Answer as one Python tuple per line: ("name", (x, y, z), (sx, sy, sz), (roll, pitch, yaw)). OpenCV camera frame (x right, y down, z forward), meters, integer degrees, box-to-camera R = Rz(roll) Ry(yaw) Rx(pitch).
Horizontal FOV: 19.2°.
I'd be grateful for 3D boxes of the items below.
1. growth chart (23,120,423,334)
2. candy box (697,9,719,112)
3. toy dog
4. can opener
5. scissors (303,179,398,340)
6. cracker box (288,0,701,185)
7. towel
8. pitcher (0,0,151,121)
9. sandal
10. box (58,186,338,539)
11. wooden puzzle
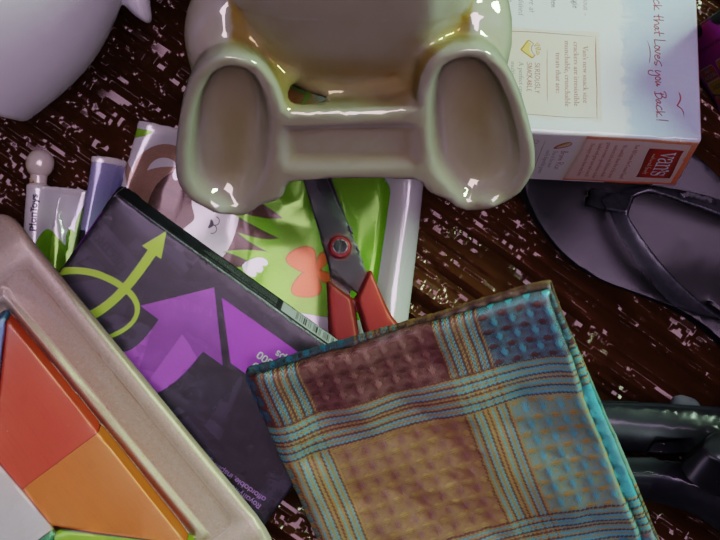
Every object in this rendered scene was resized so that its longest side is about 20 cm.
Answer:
("growth chart", (-0.067, -0.005, 1.000), (0.199, 0.018, 0.145), (-1, 88, -6))
("candy box", (0.233, -0.045, 0.962), (0.061, 0.136, 0.200), (-33, 91, -4))
("toy dog", (-0.013, -0.144, 0.860), (0.139, 0.200, 0.194), (-8, 132, 7))
("can opener", (0.124, 0.082, 0.975), (0.199, 0.079, 0.064), (4, 49, -1))
("scissors", (0.000, 0.000, 0.992), (0.073, 0.014, 0.201), (-4, 86, -2))
("cracker box", (0.053, -0.114, 0.976), (0.199, 0.058, 0.134), (3, 69, -3))
("towel", (0.050, 0.108, 0.942), (0.146, 0.022, 0.200), (-17, 116, 13))
("pitcher", (-0.127, -0.164, 0.946), (0.171, 0.121, 0.200), (22, 95, -3))
("sandal", (0.166, -0.005, 1.001), (0.200, 0.043, 0.076), (36, 86, -1))
("box", (-0.108, 0.084, 0.964), (0.143, 0.036, 0.200), (35, 98, -4))
("wooden puzzle", (-0.167, 0.105, 0.932), (0.185, 0.037, 0.200), (-37, 95, 6))
